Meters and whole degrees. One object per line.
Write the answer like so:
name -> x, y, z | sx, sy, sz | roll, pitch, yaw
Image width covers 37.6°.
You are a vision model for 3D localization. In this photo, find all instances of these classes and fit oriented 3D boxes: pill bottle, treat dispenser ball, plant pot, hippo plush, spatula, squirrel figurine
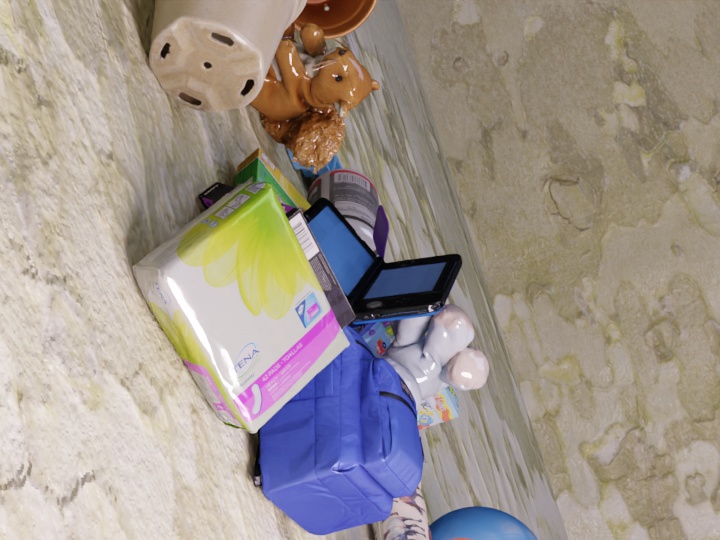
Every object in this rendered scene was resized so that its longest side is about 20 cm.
pill bottle -> -0.025, -0.051, 1.558 | 0.201, 0.112, 0.115 | -91, 157, -52
treat dispenser ball -> 0.160, 0.423, 1.429 | 0.201, 0.198, 0.204 | -20, 90, -77
plant pot -> -0.166, -0.295, 1.239 | 0.201, 0.198, 0.185 | 57, 30, -43
hippo plush -> 0.041, 0.117, 1.319 | 0.161, 0.160, 0.200 | 60, -29, 5
plant pot -> -0.073, -0.541, 1.944 | 0.202, 0.198, 0.140 | 62, -1, -29
spatula -> 0.000, 0.000, 1.426 | 0.020, 0.201, 0.057 | 10, 37, -25
squirrel figurine -> -0.064, -0.249, 1.506 | 0.142, 0.184, 0.203 | -44, 139, -44

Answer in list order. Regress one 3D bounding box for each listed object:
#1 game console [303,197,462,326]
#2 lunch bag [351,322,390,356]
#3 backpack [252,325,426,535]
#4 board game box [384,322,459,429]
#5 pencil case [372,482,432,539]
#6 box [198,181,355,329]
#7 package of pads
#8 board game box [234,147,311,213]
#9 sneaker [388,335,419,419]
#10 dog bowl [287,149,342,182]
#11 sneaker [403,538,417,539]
game console -> 0.020, -0.023, 1.258 | 0.200, 0.168, 0.120 | -54, 134, -68
lunch bag -> -0.016, 0.171, 1.383 | 0.152, 0.093, 0.200 | 68, 26, -13
backpack -> -0.022, 0.161, 1.157 | 0.163, 0.165, 0.202 | 62, 16, -52
board game box -> 0.094, 0.156, 1.759 | 0.201, 0.102, 0.106 | -89, 155, -57
pencil case -> 0.052, 0.354, 1.360 | 0.089, 0.078, 0.202 | 25, 40, -37
box -> -0.095, -0.018, 1.165 | 0.199, 0.036, 0.144 | 21, -37, 54
package of pads -> -0.114, 0.038, 1.026 | 0.154, 0.068, 0.202 | -40, 118, -29
board game box -> -0.078, -0.048, 1.327 | 0.200, 0.040, 0.153 | 48, 12, -20
sneaker -> 0.022, 0.148, 1.567 | 0.141, 0.077, 0.201 | 60, 7, -31
dog bowl -> -0.062, -0.159, 1.704 | 0.112, 0.049, 0.202 | -82, 149, -63
sneaker -> 0.021, 0.351, 1.163 | 0.200, 0.113, 0.076 | -26, 95, -76
